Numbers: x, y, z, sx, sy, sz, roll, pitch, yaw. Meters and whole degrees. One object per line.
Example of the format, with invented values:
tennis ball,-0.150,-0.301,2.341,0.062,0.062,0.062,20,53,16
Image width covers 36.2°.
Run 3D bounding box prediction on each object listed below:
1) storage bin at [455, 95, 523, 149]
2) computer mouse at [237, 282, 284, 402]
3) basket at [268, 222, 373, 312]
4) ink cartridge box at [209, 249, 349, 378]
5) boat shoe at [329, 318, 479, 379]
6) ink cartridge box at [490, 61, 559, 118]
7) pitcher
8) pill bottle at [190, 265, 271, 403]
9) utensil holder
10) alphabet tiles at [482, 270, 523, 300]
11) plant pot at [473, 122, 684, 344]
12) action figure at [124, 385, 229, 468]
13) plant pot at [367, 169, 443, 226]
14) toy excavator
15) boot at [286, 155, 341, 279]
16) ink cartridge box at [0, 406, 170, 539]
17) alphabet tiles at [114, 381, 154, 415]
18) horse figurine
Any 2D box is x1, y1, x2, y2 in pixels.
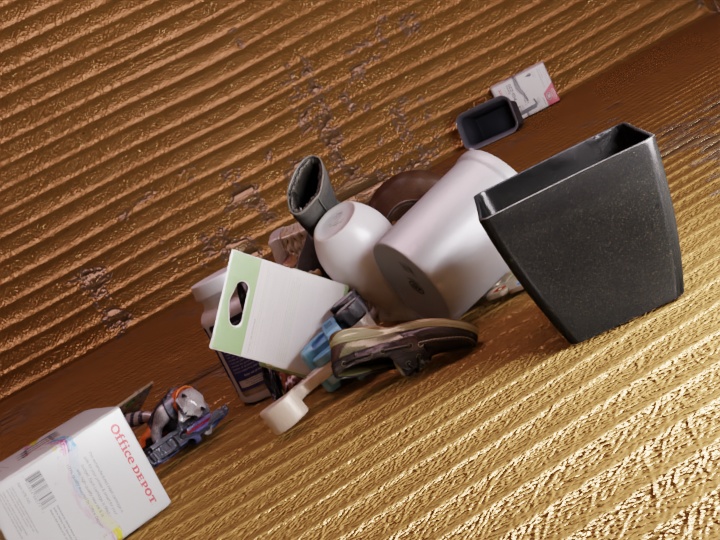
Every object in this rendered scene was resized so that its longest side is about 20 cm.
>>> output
storage bin,0.427,-0.490,3.579,0.199,0.147,0.134,-22,-1,28
computer mouse,-0.140,0.100,1.627,0.034,0.202,0.059,-13,-14,-21
basket,-0.053,0.000,1.926,0.159,0.200,0.200,-23,7,-1
ink cartridge box,-0.120,0.067,1.575,0.198,0.147,0.048,18,-13,-28
boat shoe,0.056,0.105,1.406,0.198,0.066,0.073,-9,-25,19
ink cartridge box,0.558,-0.601,3.745,0.198,0.147,0.085,-26,9,13
pitcher,0.000,0.000,1.684,0.170,0.200,0.122,-22,35,31
pill bottle,-0.179,0.094,1.723,0.115,0.202,0.116,-26,9,4
utensil holder,0.140,-0.042,1.572,0.200,0.170,0.170,-44,13,-16
alphabet tiles,0.268,-0.011,1.589,0.199,0.015,0.195,-21,11,39
plant pot,0.255,-0.036,1.232,0.198,0.179,0.200,-26,8,9
action figure,-0.301,0.232,1.621,0.193,0.105,0.200,-36,-3,34
plant pot,0.091,-0.071,1.809,0.185,0.188,0.200,-26,3,7
toy excavator,-0.047,0.135,1.504,0.200,0.100,0.194,-41,7,0
boot,-0.073,-0.063,1.715,0.072,0.184,0.200,8,-12,5
ink cartridge box,-0.372,0.284,1.383,0.199,0.146,0.144,-31,9,-32
alphabet tiles,-0.414,0.272,1.749,0.167,0.008,0.201,-37,-14,-48
horse figurine,-0.094,0.076,1.665,0.131,0.202,0.050,-24,-11,-8
